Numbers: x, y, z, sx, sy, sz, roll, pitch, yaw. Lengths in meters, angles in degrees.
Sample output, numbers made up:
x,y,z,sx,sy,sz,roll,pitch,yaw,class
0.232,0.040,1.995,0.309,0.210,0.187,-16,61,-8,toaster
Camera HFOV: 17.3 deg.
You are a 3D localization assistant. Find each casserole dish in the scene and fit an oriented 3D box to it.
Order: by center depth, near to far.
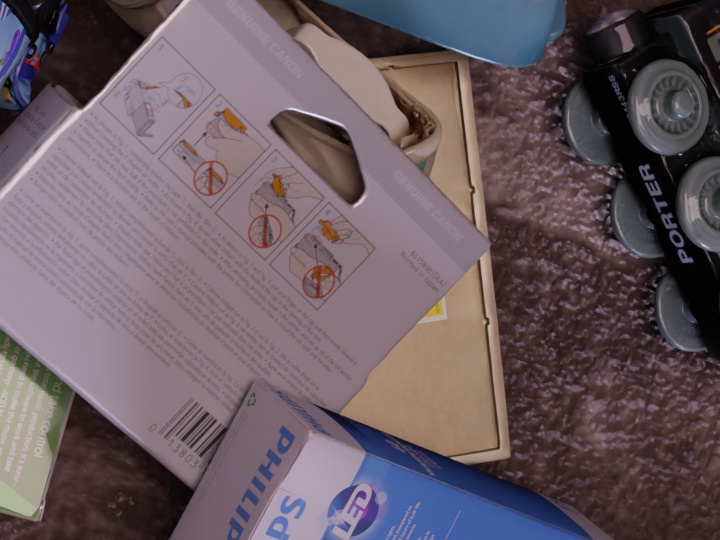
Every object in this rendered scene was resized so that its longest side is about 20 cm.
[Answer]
x,y,z,sx,sy,sz,roll,pitch,yaw,class
0.015,-0.164,1.090,0.200,0.039,0.121,19,42,-17,casserole dish

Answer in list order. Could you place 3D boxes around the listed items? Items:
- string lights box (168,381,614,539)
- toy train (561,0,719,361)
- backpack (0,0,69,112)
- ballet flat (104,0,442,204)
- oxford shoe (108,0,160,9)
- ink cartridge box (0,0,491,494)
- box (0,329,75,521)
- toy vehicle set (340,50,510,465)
x,y,z,sx,sy,sz,roll,pitch,yaw,class
0.017,0.134,1.079,0.200,0.059,0.103,25,98,-35,string lights box
0.181,-0.046,1.163,0.114,0.085,0.200,-31,100,-25,toy train
-0.213,-0.115,0.979,0.182,0.135,0.200,17,82,16,backpack
-0.043,-0.106,1.069,0.200,0.069,0.069,41,79,2,ballet flat
-0.104,-0.214,1.059,0.058,0.075,0.200,1,74,-54,oxford shoe
-0.066,-0.012,1.036,0.174,0.044,0.200,-47,121,-3,ink cartridge box
-0.219,0.018,1.056,0.200,0.036,0.145,18,85,-16,box
0.000,0.000,1.130,0.124,0.027,0.200,-7,93,-18,toy vehicle set
